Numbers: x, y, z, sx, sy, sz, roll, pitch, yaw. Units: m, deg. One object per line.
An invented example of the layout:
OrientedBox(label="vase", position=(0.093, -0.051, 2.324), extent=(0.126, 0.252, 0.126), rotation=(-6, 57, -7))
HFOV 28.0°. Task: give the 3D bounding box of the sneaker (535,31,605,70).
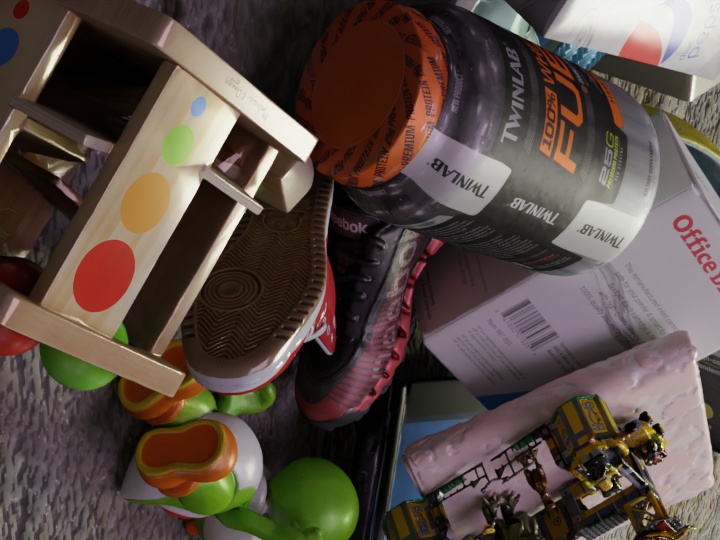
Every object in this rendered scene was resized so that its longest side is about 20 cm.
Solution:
OrientedBox(label="sneaker", position=(0.137, -0.194, 0.955), extent=(0.076, 0.081, 0.201), rotation=(-15, 143, -50))

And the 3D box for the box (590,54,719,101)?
OrientedBox(label="box", position=(0.227, -0.242, 1.009), extent=(0.128, 0.108, 0.201), rotation=(-33, 135, -37))

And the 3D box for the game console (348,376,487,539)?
OrientedBox(label="game console", position=(0.046, 0.185, 1.014), extent=(0.176, 0.115, 0.202), rotation=(-72, 170, -74))

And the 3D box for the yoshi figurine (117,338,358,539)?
OrientedBox(label="yoshi figurine", position=(-0.060, 0.121, 0.865), extent=(0.113, 0.111, 0.200), rotation=(-58, 149, -20))

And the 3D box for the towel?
OrientedBox(label="towel", position=(0.142, 0.132, 0.983), extent=(0.199, 0.032, 0.192), rotation=(-24, 141, 2))

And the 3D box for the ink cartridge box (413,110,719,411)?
OrientedBox(label="ink cartridge box", position=(0.153, 0.011, 0.955), extent=(0.199, 0.084, 0.145), rotation=(-30, 129, 18))

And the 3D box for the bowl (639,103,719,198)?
OrientedBox(label="bowl", position=(0.167, -0.050, 1.033), extent=(0.198, 0.108, 0.201), rotation=(-4, 131, -4))

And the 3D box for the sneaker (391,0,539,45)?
OrientedBox(label="sneaker", position=(0.095, -0.177, 0.902), extent=(0.201, 0.074, 0.118), rotation=(-53, 139, 1))

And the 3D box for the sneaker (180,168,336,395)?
OrientedBox(label="sneaker", position=(-0.051, 0.027, 0.789), extent=(0.201, 0.071, 0.113), rotation=(-75, 171, -53))

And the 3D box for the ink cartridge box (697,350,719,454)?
OrientedBox(label="ink cartridge box", position=(0.244, 0.044, 1.140), extent=(0.047, 0.197, 0.201), rotation=(-42, 139, -30))

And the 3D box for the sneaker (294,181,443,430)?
OrientedBox(label="sneaker", position=(0.000, 0.000, 0.895), extent=(0.098, 0.070, 0.202), rotation=(26, 88, -56))

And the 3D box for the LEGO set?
OrientedBox(label="LEGO set", position=(0.122, 0.184, 0.915), extent=(0.199, 0.116, 0.154), rotation=(-29, 140, 8))

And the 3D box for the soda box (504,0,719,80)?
OrientedBox(label="soda box", position=(0.160, -0.168, 0.858), extent=(0.199, 0.068, 0.064), rotation=(2, 129, -49))

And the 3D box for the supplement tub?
OrientedBox(label="supplement tub", position=(0.067, -0.074, 0.811), extent=(0.199, 0.122, 0.123), rotation=(15, 99, -43))

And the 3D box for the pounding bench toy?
OrientedBox(label="pounding bench toy", position=(-0.112, -0.024, 0.681), extent=(0.157, 0.124, 0.200), rotation=(-61, 146, -4))
